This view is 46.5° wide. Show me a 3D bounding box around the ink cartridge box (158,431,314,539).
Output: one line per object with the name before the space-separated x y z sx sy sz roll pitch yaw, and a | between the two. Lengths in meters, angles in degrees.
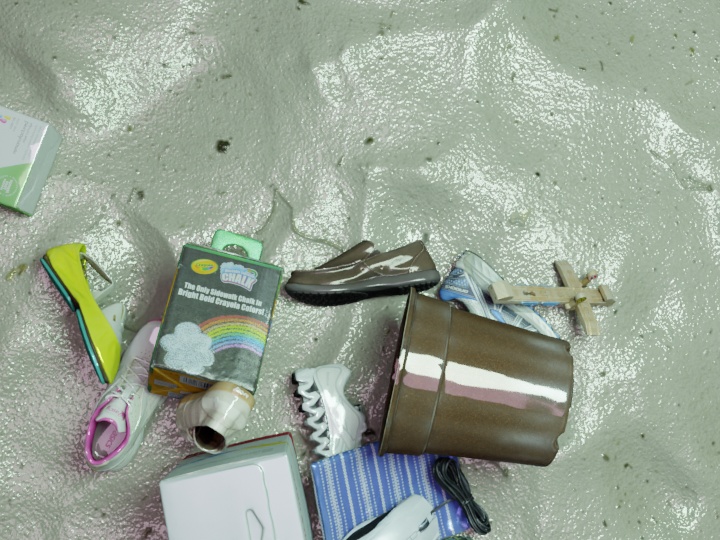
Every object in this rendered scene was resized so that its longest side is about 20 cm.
ink cartridge box | -0.136 0.282 0.968 0.144 0.200 0.146 -12 86 -5

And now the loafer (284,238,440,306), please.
loafer | 0.000 0.000 1.074 0.199 0.073 0.071 -6 75 -9

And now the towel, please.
towel | 0.042 0.279 1.028 0.199 0.024 0.146 -12 91 -27

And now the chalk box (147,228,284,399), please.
chalk box | -0.170 0.051 1.006 0.124 0.124 0.201 16 65 -9

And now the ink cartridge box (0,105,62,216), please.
ink cartridge box | -0.496 -0.159 1.050 0.199 0.067 0.118 19 84 -2

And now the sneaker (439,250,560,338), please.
sneaker | 0.183 0.070 1.079 0.200 0.077 0.085 45 94 8

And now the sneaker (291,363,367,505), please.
sneaker | -0.025 0.213 1.049 0.081 0.075 0.201 -15 86 -14

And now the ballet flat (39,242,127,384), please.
ballet flat | -0.327 0.044 1.028 0.067 0.067 0.200 -25 65 -21

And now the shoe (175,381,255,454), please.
shoe | -0.178 0.176 0.959 0.070 0.200 0.054 28 61 -12

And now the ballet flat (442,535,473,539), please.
ballet flat | 0.061 0.387 1.038 0.199 0.074 0.075 -26 87 -5

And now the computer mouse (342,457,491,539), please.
computer mouse | 0.063 0.313 1.001 0.199 0.044 0.110 -28 97 -25

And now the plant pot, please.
plant pot | 0.134 0.138 0.982 0.197 0.200 0.201 12 84 2

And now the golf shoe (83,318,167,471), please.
golf shoe | -0.279 0.155 1.026 0.075 0.092 0.201 21 82 -1

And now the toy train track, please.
toy train track | 0.250 0.025 1.054 0.199 0.033 0.115 2 55 -30
